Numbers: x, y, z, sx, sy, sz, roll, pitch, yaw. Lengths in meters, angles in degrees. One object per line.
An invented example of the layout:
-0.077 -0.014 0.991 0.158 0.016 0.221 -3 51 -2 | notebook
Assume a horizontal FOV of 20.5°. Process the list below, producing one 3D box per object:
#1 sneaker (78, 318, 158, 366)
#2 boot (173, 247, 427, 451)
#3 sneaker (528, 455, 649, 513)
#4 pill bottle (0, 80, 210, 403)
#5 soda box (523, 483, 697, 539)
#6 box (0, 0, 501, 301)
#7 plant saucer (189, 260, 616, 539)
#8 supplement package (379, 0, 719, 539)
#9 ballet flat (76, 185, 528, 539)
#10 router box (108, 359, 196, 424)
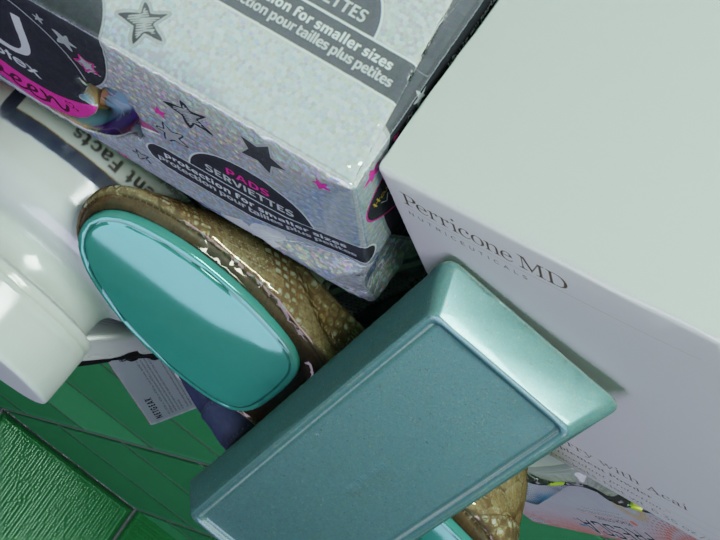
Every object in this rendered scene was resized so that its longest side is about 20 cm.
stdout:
-0.085 0.027 0.873 0.073 0.200 0.112 57 148 31 | sneaker
0.018 0.036 0.812 0.091 0.200 0.073 62 145 16 | boot
0.094 0.059 0.901 0.199 0.077 0.075 10 -176 19 | sneaker
-0.089 -0.051 0.763 0.111 0.200 0.111 36 167 10 | pill bottle
0.130 0.097 1.023 0.068 0.064 0.200 40 164 -19 | soda box
-0.048 -0.104 0.652 0.200 0.132 0.115 31 165 13 | box
0.004 0.065 0.669 0.070 0.019 0.200 40 143 -5 | plant saucer
0.104 -0.007 0.647 0.121 0.120 0.200 29 164 26 | supplement package
-0.016 0.032 0.717 0.200 0.065 0.070 46 138 -13 | ballet flat
-0.132 -0.039 1.009 0.200 0.049 0.180 71 178 -65 | router box
